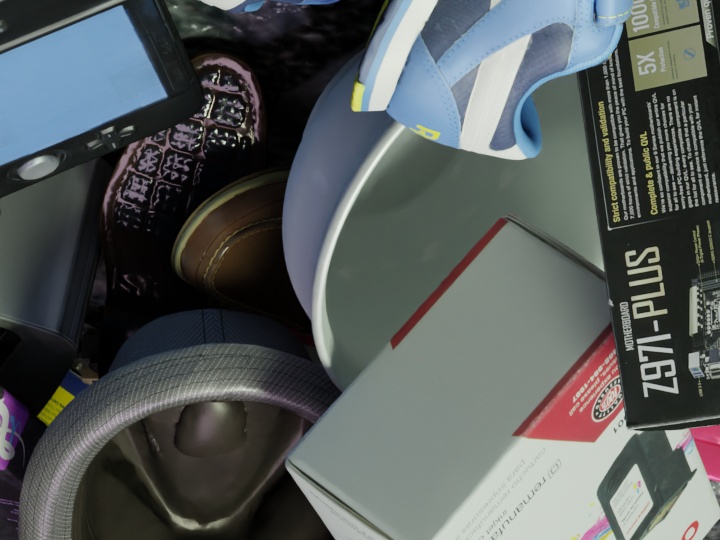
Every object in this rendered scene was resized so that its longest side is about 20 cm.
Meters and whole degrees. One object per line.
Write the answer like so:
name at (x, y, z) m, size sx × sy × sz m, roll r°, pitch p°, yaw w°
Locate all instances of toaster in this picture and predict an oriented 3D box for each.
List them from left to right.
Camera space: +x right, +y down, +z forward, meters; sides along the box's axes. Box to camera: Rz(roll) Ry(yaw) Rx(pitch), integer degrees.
toaster at (-0.221, -0.002, 1.254) m, size 0.199 × 0.119 × 0.181 m, roll 18°, pitch 149°, yaw -19°

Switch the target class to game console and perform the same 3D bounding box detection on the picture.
game console at (-0.140, -0.028, 1.041) m, size 0.175 × 0.117 × 0.200 m, roll -22°, pitch 165°, yaw -1°

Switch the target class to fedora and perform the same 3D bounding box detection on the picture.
fedora at (-0.068, 0.095, 1.169) m, size 0.176 × 0.091 × 0.201 m, roll -7°, pitch 128°, yaw -2°

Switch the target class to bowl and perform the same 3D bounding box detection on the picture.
bowl at (0.037, -0.043, 1.112) m, size 0.200 × 0.090 × 0.202 m, roll -26°, pitch 139°, yaw -25°

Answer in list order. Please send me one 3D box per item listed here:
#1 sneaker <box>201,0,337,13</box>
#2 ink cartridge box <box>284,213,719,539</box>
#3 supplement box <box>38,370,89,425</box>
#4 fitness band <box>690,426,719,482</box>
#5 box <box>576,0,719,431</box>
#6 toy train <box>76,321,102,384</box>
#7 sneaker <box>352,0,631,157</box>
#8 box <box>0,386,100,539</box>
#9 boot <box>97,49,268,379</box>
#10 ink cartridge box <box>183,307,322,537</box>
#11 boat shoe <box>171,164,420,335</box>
sneaker at (-0.016, -0.153, 0.993) m, size 0.082 × 0.074 × 0.199 m, roll 32°, pitch 151°, yaw -30°
ink cartridge box at (0.070, 0.095, 1.116) m, size 0.083 × 0.146 × 0.200 m, roll 33°, pitch 165°, yaw 33°
supplement box at (-0.225, 0.146, 1.417) m, size 0.108 × 0.201 × 0.110 m, roll -5°, pitch 157°, yaw 21°
fitness band at (0.180, 0.087, 1.329) m, size 0.199 × 0.038 × 0.144 m, roll 15°, pitch 180°, yaw 4°
box at (0.177, -0.047, 0.988) m, size 0.163 × 0.201 × 0.086 m, roll -11°, pitch 173°, yaw 28°
toy train at (-0.061, 0.049, 1.396) m, size 0.199 × 0.034 × 0.046 m, roll 3°, pitch 162°, yaw 7°
sneaker at (0.073, -0.127, 0.944) m, size 0.082 × 0.074 × 0.200 m, roll 30°, pitch 121°, yaw -4°
box at (-0.183, 0.100, 1.232) m, size 0.142 × 0.036 × 0.200 m, roll 8°, pitch 156°, yaw 33°
boot at (-0.086, -0.034, 1.231) m, size 0.074 × 0.097 × 0.201 m, roll 14°, pitch 121°, yaw -6°
ink cartridge box at (0.002, 0.107, 1.305) m, size 0.199 × 0.145 × 0.084 m, roll 30°, pitch 112°, yaw -8°
boat shoe at (0.000, 0.000, 1.193) m, size 0.199 × 0.068 × 0.072 m, roll 8°, pitch 120°, yaw -47°
